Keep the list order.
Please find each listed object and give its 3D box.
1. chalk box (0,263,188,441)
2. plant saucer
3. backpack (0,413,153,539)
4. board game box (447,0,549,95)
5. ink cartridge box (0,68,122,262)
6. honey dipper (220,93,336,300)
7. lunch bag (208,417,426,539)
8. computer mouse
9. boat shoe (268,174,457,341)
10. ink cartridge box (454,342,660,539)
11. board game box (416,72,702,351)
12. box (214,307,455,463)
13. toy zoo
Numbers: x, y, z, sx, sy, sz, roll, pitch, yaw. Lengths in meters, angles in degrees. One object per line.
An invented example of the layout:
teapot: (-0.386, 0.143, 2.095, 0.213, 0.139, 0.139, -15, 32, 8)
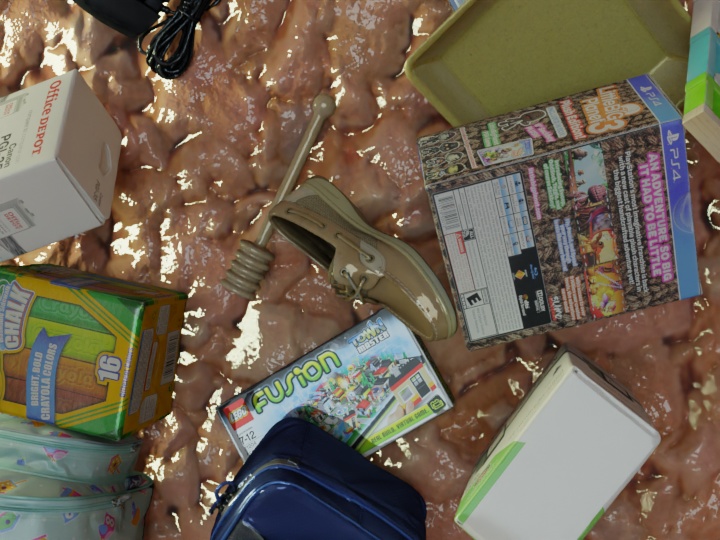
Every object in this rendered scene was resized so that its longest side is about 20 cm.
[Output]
chalk box: (-0.278, 0.065, 0.876, 0.197, 0.124, 0.126, 10, 94, 8)
plant saucer: (0.165, -0.176, 0.799, 0.200, 0.049, 0.200, -42, 114, 14)
backpack: (-0.288, 0.209, 0.845, 0.173, 0.200, 0.156, 8, 93, 9)
board game box: (0.134, -0.274, 0.843, 0.134, 0.034, 0.202, -29, 88, 9)
ink cartridge box: (-0.328, -0.083, 0.864, 0.197, 0.148, 0.083, -19, 132, 10)
honey dipper: (-0.072, -0.070, 0.883, 0.038, 0.038, 0.202, 26, 94, 7)
lunch bag: (-0.039, 0.232, 0.813, 0.199, 0.133, 0.137, 32, 105, -11)
computer mouse: (-0.227, -0.281, 0.876, 0.198, 0.053, 0.140, 29, 100, -2)
boat shoe: (0.000, 0.000, 0.829, 0.064, 0.072, 0.200, -35, 61, -25)
ink cartridge box: (0.157, 0.147, 0.773, 0.084, 0.200, 0.146, 37, 97, 8)
board game box: (0.160, -0.046, 0.779, 0.197, 0.097, 0.161, -14, 120, 7)
box: (-0.024, 0.124, 0.883, 0.198, 0.035, 0.111, -31, 87, 9)
toy zoo: (0.308, -0.141, 0.757, 0.131, 0.201, 0.020, 39, 137, -19)
